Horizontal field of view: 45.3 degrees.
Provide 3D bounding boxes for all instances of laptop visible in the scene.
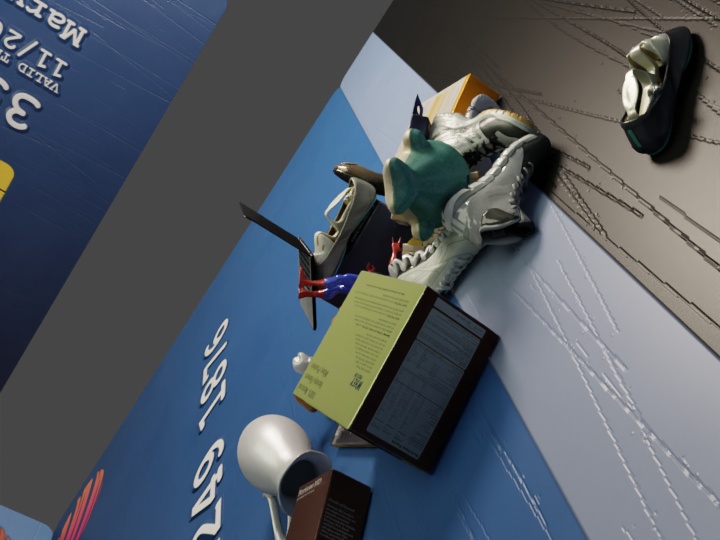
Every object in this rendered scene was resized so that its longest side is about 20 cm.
[{"bbox_3d":[-0.146,-0.012,1.507,0.187,0.114,0.203,-132,39,-75],"label":"laptop"}]

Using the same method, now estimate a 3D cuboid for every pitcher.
[{"bbox_3d":[-0.131,0.335,1.394,0.200,0.120,0.174,25,100,61],"label":"pitcher"}]

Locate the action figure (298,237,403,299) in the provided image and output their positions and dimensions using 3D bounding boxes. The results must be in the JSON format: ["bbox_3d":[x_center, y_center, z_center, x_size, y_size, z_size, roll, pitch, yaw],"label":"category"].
[{"bbox_3d":[0.000,0.000,1.412,0.065,0.197,0.100,101,173,-59],"label":"action figure"}]

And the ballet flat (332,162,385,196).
[{"bbox_3d":[0.046,-0.160,1.551,0.067,0.198,0.047,47,-117,-75],"label":"ballet flat"}]

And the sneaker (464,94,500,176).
[{"bbox_3d":[0.171,-0.197,1.438,0.115,0.075,0.202,-31,37,50],"label":"sneaker"}]

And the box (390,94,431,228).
[{"bbox_3d":[0.089,-0.173,1.397,0.121,0.032,0.202,10,-90,-80],"label":"box"}]

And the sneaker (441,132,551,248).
[{"bbox_3d":[0.218,-0.099,1.201,0.200,0.075,0.115,-41,51,-9],"label":"sneaker"}]

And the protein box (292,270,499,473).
[{"bbox_3d":[0.043,0.128,1.154,0.201,0.134,0.198,-60,24,-8],"label":"protein box"}]

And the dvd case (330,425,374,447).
[{"bbox_3d":[0.027,0.198,1.313,0.200,0.016,0.150,-24,39,62],"label":"dvd case"}]

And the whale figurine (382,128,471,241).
[{"bbox_3d":[0.096,-0.123,1.223,0.200,0.103,0.161,-11,-84,-68],"label":"whale figurine"}]

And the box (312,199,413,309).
[{"bbox_3d":[0.005,-0.028,1.560,0.198,0.117,0.200,-59,19,3],"label":"box"}]

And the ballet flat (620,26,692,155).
[{"bbox_3d":[0.349,-0.232,1.031,0.073,0.073,0.202,-28,36,57],"label":"ballet flat"}]

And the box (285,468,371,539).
[{"bbox_3d":[-0.056,0.383,1.166,0.100,0.075,0.201,-41,25,45],"label":"box"}]

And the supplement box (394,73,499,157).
[{"bbox_3d":[0.155,-0.260,1.579,0.200,0.073,0.127,-15,48,65],"label":"supplement box"}]

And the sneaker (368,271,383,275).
[{"bbox_3d":[0.006,0.100,1.333,0.086,0.077,0.202,137,144,-59],"label":"sneaker"}]

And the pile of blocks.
[{"bbox_3d":[0.140,-0.087,1.358,0.200,0.062,0.083,-41,67,38],"label":"pile of blocks"}]

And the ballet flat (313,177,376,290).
[{"bbox_3d":[-0.044,-0.065,1.459,0.201,0.063,0.067,-61,23,-1],"label":"ballet flat"}]

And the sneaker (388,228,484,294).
[{"bbox_3d":[0.128,-0.008,1.297,0.199,0.075,0.082,-35,56,40],"label":"sneaker"}]

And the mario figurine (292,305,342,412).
[{"bbox_3d":[-0.043,0.132,1.442,0.201,0.105,0.124,-60,0,20],"label":"mario figurine"}]

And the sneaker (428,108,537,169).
[{"bbox_3d":[0.179,-0.188,1.305,0.199,0.075,0.089,6,71,52],"label":"sneaker"}]
